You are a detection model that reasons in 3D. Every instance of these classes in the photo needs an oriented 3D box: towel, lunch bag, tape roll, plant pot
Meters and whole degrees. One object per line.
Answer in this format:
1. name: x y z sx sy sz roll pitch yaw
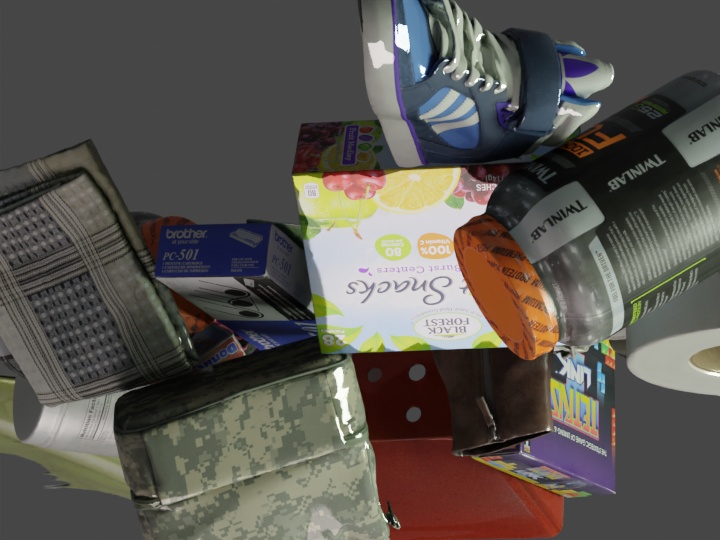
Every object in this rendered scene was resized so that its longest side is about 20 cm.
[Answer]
1. towel: -0.232 0.008 1.389 0.192 0.201 0.035 -15 -164 42
2. lunch bag: -0.083 0.158 1.373 0.199 0.169 0.139 -17 -171 -6
3. tape roll: 0.299 0.004 1.348 0.201 0.140 0.203 2 163 1
4. plant pot: 0.080 0.134 1.715 0.198 0.201 0.176 -5 152 20

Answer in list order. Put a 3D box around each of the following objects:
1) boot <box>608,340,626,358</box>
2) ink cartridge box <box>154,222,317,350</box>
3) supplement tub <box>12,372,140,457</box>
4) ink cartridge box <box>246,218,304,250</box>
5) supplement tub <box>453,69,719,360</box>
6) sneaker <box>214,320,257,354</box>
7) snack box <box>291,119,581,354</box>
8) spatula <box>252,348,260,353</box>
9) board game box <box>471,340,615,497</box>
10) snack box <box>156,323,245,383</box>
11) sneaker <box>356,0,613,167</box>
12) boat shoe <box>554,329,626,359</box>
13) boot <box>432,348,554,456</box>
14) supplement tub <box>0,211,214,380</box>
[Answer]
1. boot: 0.234 0.013 1.543 0.130 0.068 0.200 21 157 -16
2. ink cartridge box: -0.074 0.016 1.396 0.093 0.045 0.200 0 162 21
3. supplement tub: -0.235 0.123 1.799 0.199 0.133 0.132 11 160 -24
4. ink cartridge box: 0.014 -0.038 1.381 0.198 0.060 0.104 5 162 -1
5. supplement tub: 0.167 -0.033 1.149 0.199 0.123 0.123 -30 167 -13
6. sneaker: -0.112 0.044 1.597 0.078 0.096 0.200 1 161 14
7. snack box: 0.061 -0.025 1.278 0.198 0.068 0.170 -1 130 7
8. spatula: -0.122 0.085 1.530 0.199 0.021 0.056 -25 -173 -31
9. board game box: 0.171 0.109 1.646 0.056 0.167 0.200 -10 159 30
10. snack box: -0.164 0.066 1.537 0.072 0.024 0.200 -34 -161 -15
11. sneaker: 0.078 -0.129 1.084 0.145 0.081 0.200 -10 157 6
12. boat shoe: 0.172 0.043 1.502 0.199 0.070 0.071 10 155 33
13. boot: 0.144 0.050 1.442 0.199 0.168 0.072 -23 154 33
14. supplement tub: -0.212 0.022 1.492 0.199 0.123 0.122 -15 156 41
